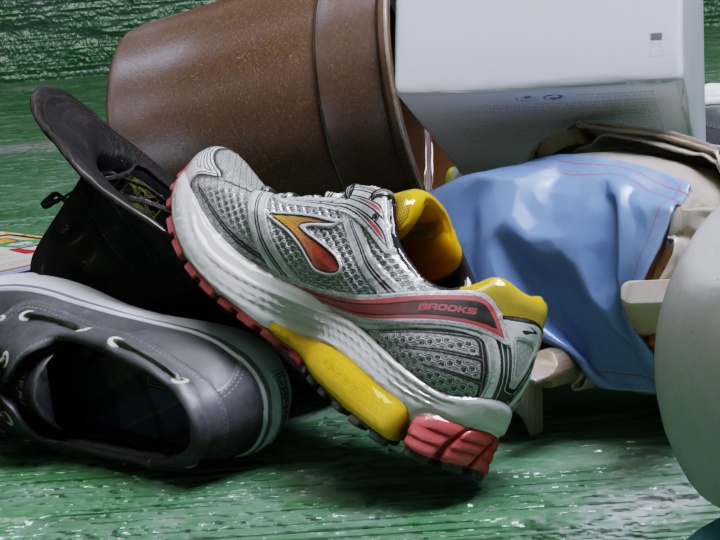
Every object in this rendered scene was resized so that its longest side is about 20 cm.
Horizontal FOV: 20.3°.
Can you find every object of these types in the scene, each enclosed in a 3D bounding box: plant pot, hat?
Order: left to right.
[{"bbox_3d":[-0.099,0.008,0.911,0.081,0.201,0.201,-45,10,4],"label":"hat"},{"bbox_3d":[-0.035,-0.094,1.226,0.197,0.201,0.200,-9,8,22],"label":"plant pot"}]

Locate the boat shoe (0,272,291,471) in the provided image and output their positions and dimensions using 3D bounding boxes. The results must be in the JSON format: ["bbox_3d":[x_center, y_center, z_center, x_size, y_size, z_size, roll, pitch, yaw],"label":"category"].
[{"bbox_3d":[-0.121,0.043,0.827,0.199,0.069,0.057,5,15,35],"label":"boat shoe"}]

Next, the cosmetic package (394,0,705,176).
[{"bbox_3d":[0.091,-0.152,0.903,0.122,0.201,0.200,-1,-10,14],"label":"cosmetic package"}]

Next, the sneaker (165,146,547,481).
[{"bbox_3d":[0.000,0.000,0.784,0.200,0.082,0.078,37,9,39],"label":"sneaker"}]

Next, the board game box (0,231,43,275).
[{"bbox_3d":[-0.197,0.019,1.040,0.151,0.047,0.199,-14,14,-38],"label":"board game box"}]

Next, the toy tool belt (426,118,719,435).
[{"bbox_3d":[0.073,0.001,0.813,0.199,0.126,0.123,3,5,39],"label":"toy tool belt"}]

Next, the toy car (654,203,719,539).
[{"bbox_3d":[0.117,0.082,0.343,0.150,0.175,0.200,-44,20,-8],"label":"toy car"}]

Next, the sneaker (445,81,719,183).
[{"bbox_3d":[0.142,-0.035,1.056,0.199,0.085,0.075,-14,-35,22],"label":"sneaker"}]
